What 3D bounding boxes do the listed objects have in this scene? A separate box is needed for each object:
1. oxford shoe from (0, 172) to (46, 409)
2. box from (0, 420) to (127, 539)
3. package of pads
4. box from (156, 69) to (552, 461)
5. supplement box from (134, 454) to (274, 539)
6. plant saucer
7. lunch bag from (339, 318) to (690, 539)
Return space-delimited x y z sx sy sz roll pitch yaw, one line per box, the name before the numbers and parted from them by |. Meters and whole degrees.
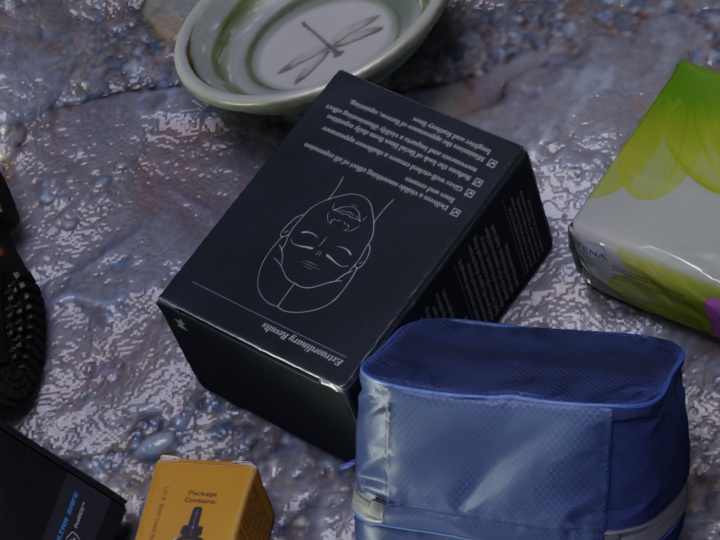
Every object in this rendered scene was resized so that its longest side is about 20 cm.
oxford shoe | -0.261 0.017 1.649 0.084 0.073 0.200 -34 52 20
box | -0.254 0.176 1.452 0.050 0.198 0.200 -18 43 49
package of pads | 0.244 -0.028 1.521 0.200 0.068 0.155 23 64 30
box | 0.000 0.000 1.548 0.148 0.107 0.200 26 66 29
supplement box | -0.106 0.210 1.459 0.066 0.069 0.200 3 59 18
plant saucer | -0.026 -0.159 1.687 0.200 0.050 0.200 -15 37 12
lunch bag | 0.084 0.111 1.416 0.199 0.133 0.136 5 17 19
